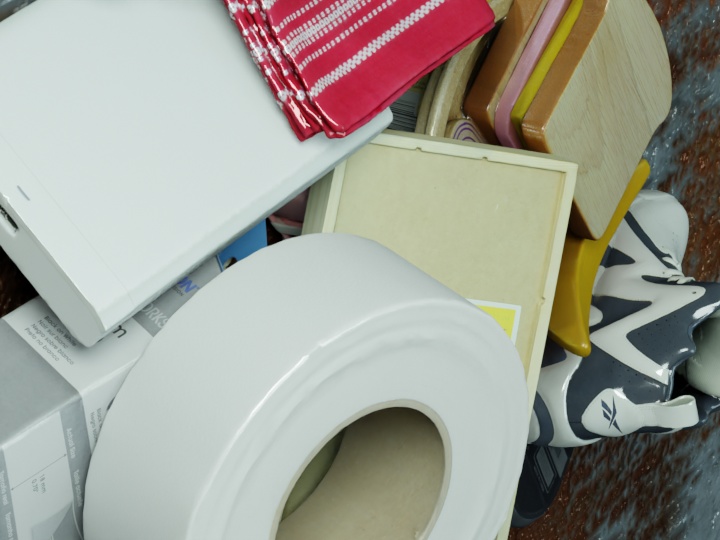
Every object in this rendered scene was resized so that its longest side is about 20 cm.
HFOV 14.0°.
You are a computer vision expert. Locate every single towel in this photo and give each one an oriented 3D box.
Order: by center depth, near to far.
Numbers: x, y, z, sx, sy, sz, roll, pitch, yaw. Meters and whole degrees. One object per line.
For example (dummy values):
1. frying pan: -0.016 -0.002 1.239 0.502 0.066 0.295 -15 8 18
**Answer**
1. towel: -0.024 -0.168 1.300 0.144 0.022 0.201 -36 99 -44

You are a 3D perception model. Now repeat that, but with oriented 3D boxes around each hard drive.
1. hard drive: -0.089 -0.069 1.259 0.200 0.132 0.026 -38 177 -41

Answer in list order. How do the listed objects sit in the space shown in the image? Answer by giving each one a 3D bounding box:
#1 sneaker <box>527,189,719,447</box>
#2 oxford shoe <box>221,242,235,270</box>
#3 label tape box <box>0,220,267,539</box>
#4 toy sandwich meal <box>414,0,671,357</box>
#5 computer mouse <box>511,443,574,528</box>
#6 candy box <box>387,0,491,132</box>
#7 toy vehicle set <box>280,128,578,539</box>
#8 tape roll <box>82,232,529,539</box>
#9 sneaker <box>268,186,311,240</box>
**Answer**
1. sneaker: 0.176 0.026 1.609 0.199 0.129 0.080 -48 133 -49
2. oxford shoe: -0.086 -0.008 1.341 0.075 0.057 0.202 -14 117 -55
3. label tape box: -0.097 0.062 1.289 0.199 0.063 0.145 -33 143 -27
4. toy sandwich meal: 0.093 -0.050 1.454 0.205 0.070 0.207 -19 112 -59
5. computer mouse: 0.098 0.064 1.658 0.200 0.052 0.139 -57 140 -42
6. candy box: 0.039 -0.157 1.461 0.116 0.055 0.201 -51 142 -33
7. toy vehicle set: 0.025 0.037 1.374 0.123 0.026 0.202 8 97 -23
8. tape roll: -0.021 0.089 1.268 0.202 0.071 0.204 -26 131 -33
9. sneaker: 0.000 0.000 1.454 0.200 0.075 0.105 23 80 -61
